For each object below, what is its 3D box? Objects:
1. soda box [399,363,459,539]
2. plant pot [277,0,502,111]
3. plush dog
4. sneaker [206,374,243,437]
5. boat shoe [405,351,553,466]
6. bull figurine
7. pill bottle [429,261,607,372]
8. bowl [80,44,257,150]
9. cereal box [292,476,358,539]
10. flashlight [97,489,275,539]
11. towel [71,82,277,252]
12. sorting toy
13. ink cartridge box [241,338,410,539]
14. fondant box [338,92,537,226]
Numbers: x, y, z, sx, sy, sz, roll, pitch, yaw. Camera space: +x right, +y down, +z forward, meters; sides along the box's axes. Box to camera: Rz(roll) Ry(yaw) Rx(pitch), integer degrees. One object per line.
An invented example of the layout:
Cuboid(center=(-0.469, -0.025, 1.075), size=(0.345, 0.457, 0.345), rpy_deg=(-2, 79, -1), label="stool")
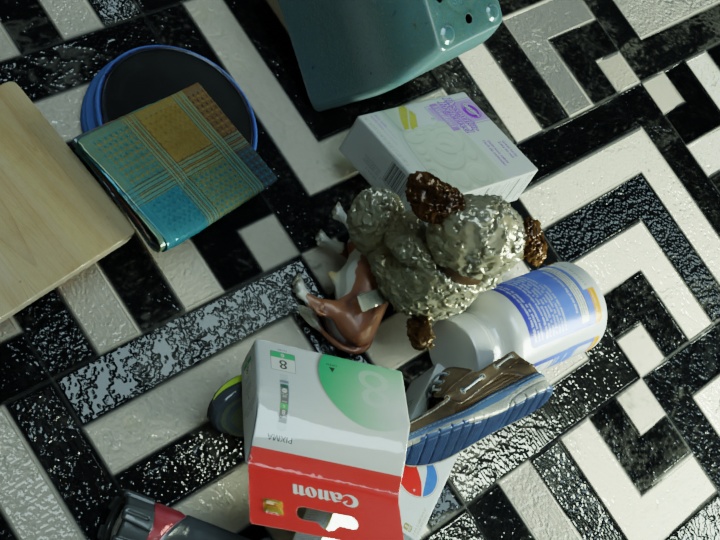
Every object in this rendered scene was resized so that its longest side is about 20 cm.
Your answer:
Cuboid(center=(0.057, 0.199, 1.443), size=(0.068, 0.064, 0.200), rpy_deg=(36, 52, -9), label="soda box")
Cuboid(center=(0.048, -0.314, 1.583), size=(0.196, 0.200, 0.197), rpy_deg=(-32, 111, -38), label="plant pot")
Cuboid(center=(0.098, -0.020, 1.428), size=(0.200, 0.172, 0.161), rpy_deg=(19, 52, -22), label="plush dog")
Cuboid(center=(-0.057, 0.155, 1.374), size=(0.200, 0.074, 0.081), rpy_deg=(10, 21, -24), label="sneaker")
Cuboid(center=(0.105, 0.142, 1.424), size=(0.200, 0.072, 0.072), rpy_deg=(-18, 57, -33), label="boat shoe")
Cuboid(center=(0.000, 0.000, 1.516), size=(0.121, 0.065, 0.200), rpy_deg=(31, 50, -7), label="bull figurine")
Cuboid(center=(0.177, 0.066, 1.553), size=(0.200, 0.112, 0.112), rpy_deg=(-18, 75, -36), label="pill bottle")
Cuboid(center=(-0.206, -0.160, 1.497), size=(0.200, 0.039, 0.201), rpy_deg=(13, 59, -23), label="bowl")
Cuboid(center=(-0.030, 0.318, 1.302), size=(0.144, 0.039, 0.200), rpy_deg=(59, 42, -35), label="cereal box")
Cuboid(center=(-0.147, 0.272, 1.287), size=(0.200, 0.068, 0.068), rpy_deg=(28, 17, -20), label="flashlight")
Cuboid(center=(-0.191, -0.111, 1.425), size=(0.147, 0.022, 0.200), rpy_deg=(51, 41, 2), label="towel")
Cuboid(center=(-0.363, -0.055, 1.330), size=(0.200, 0.070, 0.199), rpy_deg=(50, 51, 3), label="sorting toy")
Cuboid(center=(-0.030, 0.163, 1.300), size=(0.161, 0.050, 0.200), rpy_deg=(14, 37, -19), label="ink cartridge box")
Cuboid(center=(0.094, -0.131, 1.607), size=(0.200, 0.058, 0.144), rpy_deg=(-19, 60, -46), label="fondant box")
